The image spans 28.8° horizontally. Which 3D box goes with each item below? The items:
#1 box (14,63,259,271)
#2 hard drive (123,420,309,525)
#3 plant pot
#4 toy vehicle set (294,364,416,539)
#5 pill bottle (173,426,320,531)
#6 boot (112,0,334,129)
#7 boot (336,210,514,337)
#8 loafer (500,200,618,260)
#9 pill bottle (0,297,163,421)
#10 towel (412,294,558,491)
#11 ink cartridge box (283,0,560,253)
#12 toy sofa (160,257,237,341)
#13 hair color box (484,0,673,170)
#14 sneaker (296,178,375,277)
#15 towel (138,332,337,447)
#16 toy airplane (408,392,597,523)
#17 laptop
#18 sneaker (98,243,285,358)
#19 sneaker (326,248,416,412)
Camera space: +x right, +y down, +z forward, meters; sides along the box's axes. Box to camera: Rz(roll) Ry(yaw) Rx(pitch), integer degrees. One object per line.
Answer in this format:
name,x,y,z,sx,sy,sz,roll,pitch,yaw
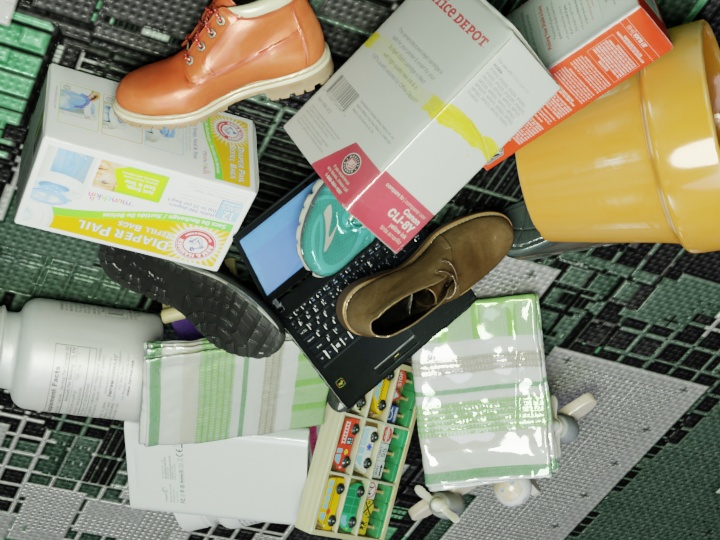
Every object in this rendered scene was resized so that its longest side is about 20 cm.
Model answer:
box,-0.204,-0.091,1.284,0.198,0.102,0.113,13,133,-20
hard drive,-0.155,0.217,1.532,0.197,0.026,0.133,5,127,2
plant pot,0.243,-0.105,1.273,0.181,0.202,0.201,-12,138,21
toy vehicle set,0.003,0.195,1.547,0.026,0.203,0.124,12,176,43
pill bottle,-0.118,0.234,1.628,0.197,0.114,0.114,-15,136,7
boot,-0.130,-0.193,1.216,0.198,0.075,0.108,-18,133,0
boot,0.077,0.009,1.342,0.199,0.075,0.074,-31,111,-18
loafer,0.232,-0.055,1.418,0.197,0.073,0.063,-13,157,16
pill bottle,-0.310,0.089,1.451,0.197,0.115,0.115,9,135,-16
towel,0.132,0.133,1.519,0.147,0.031,0.203,-7,96,-2
ink cartridge box,0.051,-0.139,1.194,0.200,0.145,0.083,-45,131,8
toy sofa,-0.144,0.092,1.488,0.082,0.098,0.201,-12,137,5
hair color box,0.166,-0.188,1.233,0.199,0.102,0.061,-32,131,25
sneaker,0.019,-0.074,1.286,0.200,0.080,0.078,-46,119,-7
towel,-0.126,0.116,1.425,0.197,0.031,0.150,-5,137,-17
toy airplane,0.163,0.220,1.628,0.196,0.142,0.202,-1,131,-20
laptop,0.000,0.000,1.348,0.177,0.103,0.201,-38,92,-11
sneaker,-0.148,0.002,1.363,0.199,0.088,0.076,33,130,1
sneaker,0.033,0.067,1.461,0.084,0.075,0.202,22,105,-31
